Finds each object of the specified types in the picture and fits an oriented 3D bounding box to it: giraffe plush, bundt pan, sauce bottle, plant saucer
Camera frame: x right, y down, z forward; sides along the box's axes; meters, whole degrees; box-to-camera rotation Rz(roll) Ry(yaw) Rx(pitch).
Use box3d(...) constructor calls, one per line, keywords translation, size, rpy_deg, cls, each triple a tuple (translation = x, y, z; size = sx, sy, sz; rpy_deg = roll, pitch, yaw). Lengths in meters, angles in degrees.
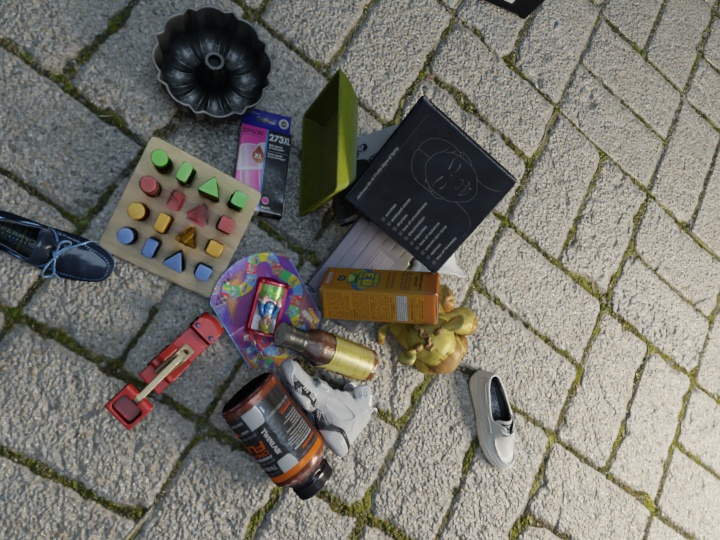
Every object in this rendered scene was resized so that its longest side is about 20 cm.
box3d(translation=(0.128, 0.116, 0.931), size=(0.198, 0.162, 0.175), rpy_deg=(25, 96, -13), cls="giraffe plush")
box3d(translation=(-0.255, -0.346, 0.907), size=(0.198, 0.076, 0.206), rpy_deg=(3, 79, -17), cls="bundt pan")
box3d(translation=(-0.058, 0.139, 0.907), size=(0.198, 0.066, 0.067), rpy_deg=(27, 73, -31), cls="sauce bottle")
box3d(translation=(-0.053, -0.208, 0.907), size=(0.047, 0.199, 0.203), rpy_deg=(5, 81, -23), cls="plant saucer")

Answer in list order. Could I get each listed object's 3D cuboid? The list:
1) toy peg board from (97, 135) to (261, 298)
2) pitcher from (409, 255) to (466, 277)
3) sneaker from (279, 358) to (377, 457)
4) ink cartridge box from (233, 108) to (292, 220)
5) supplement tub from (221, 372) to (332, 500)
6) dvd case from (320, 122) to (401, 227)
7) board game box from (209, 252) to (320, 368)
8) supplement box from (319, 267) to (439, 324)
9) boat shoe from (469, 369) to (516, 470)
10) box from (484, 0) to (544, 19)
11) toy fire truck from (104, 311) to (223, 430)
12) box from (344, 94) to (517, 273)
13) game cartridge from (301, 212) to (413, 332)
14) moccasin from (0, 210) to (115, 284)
box3d(translation=(-0.285, -0.083, 0.831), size=(0.198, 0.098, 0.202), rpy_deg=(27, 85, -16), cls="toy peg board")
box3d(translation=(0.119, -0.081, 1.007), size=(0.169, 0.121, 0.204), rpy_deg=(-8, 96, -22), cls="pitcher")
box3d(translation=(-0.053, 0.216, 0.918), size=(0.114, 0.075, 0.201), rpy_deg=(-38, 102, -23), cls="sneaker")
box3d(translation=(-0.177, -0.199, 0.946), size=(0.093, 0.037, 0.204), rpy_deg=(9, 78, -20), cls="ink cartridge box")
box3d(translation=(-0.130, 0.276, 0.859), size=(0.107, 0.107, 0.201), rpy_deg=(-39, 97, -22), cls="supplement tub")
box3d(translation=(0.035, -0.182, 0.968), size=(0.197, 0.025, 0.153), rpy_deg=(-16, 80, 11), cls="dvd case")
box3d(translation=(-0.152, 0.071, 0.888), size=(0.157, 0.039, 0.202), rpy_deg=(-32, 109, -17), cls="board game box")
box3d(translation=(0.033, 0.042, 0.880), size=(0.196, 0.067, 0.070), rpy_deg=(0, 124, 12), cls="supplement box")
box3d(translation=(0.276, 0.299, 1.040), size=(0.071, 0.068, 0.204), rpy_deg=(-7, 85, -22), cls="boat shoe")
box3d(translation=(0.335, -0.721, 1.180), size=(0.194, 0.117, 0.204), rpy_deg=(11, 77, -20), cls="box")
box3d(translation=(-0.288, 0.141, 0.795), size=(0.049, 0.141, 0.200), rpy_deg=(47, 69, -9), cls="toy fire truck")
box3d(translation=(0.112, -0.143, 0.863), size=(0.196, 0.124, 0.200), rpy_deg=(39, 108, -9), cls="box")
box3d(translation=(0.000, 0.000, 0.952), size=(0.129, 0.038, 0.201), rpy_deg=(38, 96, -17), cls="game cartridge")
box3d(translation=(-0.475, -0.028, 0.777), size=(0.197, 0.068, 0.082), rpy_deg=(18, 89, -15), cls="moccasin")
